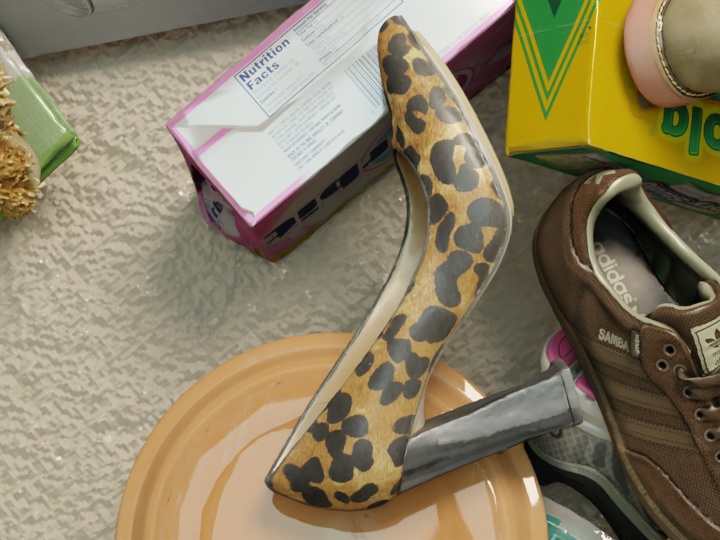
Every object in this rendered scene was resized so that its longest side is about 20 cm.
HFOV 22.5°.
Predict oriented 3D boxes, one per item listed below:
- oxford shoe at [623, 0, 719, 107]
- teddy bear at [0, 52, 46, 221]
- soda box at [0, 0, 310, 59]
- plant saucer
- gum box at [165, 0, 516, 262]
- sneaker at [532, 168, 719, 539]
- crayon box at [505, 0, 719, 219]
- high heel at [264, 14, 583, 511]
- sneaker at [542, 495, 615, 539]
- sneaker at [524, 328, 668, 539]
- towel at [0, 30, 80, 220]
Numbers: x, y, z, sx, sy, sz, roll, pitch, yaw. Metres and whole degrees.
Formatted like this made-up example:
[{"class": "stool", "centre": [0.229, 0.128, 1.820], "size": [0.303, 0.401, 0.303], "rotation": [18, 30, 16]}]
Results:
[{"class": "oxford shoe", "centre": [0.201, -0.126, 0.791], "size": [0.200, 0.074, 0.071], "rotation": [-38, 110, -36]}, {"class": "teddy bear", "centre": [-0.241, -0.069, 0.856], "size": [0.199, 0.145, 0.067], "rotation": [18, 50, 10]}, {"class": "soda box", "centre": [-0.089, -0.167, 0.906], "size": [0.199, 0.068, 0.064], "rotation": [-10, 61, 4]}, {"class": "plant saucer", "centre": [-0.014, 0.124, 0.822], "size": [0.199, 0.032, 0.201], "rotation": [-1, 71, 3]}, {"class": "gum box", "centre": [0.000, -0.091, 0.878], "size": [0.200, 0.114, 0.066], "rotation": [-40, 81, -4]}, {"class": "sneaker", "centre": [0.140, 0.047, 0.774], "size": [0.070, 0.076, 0.200], "rotation": [-30, 79, -19]}, {"class": "crayon box", "centre": [0.161, -0.118, 0.844], "size": [0.199, 0.058, 0.174], "rotation": [12, 78, -39]}, {"class": "high heel", "centre": [0.000, 0.000, 0.791], "size": [0.142, 0.071, 0.201], "rotation": [-20, 89, -1]}, {"class": "sneaker", "centre": [0.127, 0.188, 0.849], "size": [0.200, 0.071, 0.080], "rotation": [43, 82, 8]}, {"class": "sneaker", "centre": [0.164, 0.098, 0.859], "size": [0.199, 0.088, 0.074], "rotation": [23, 43, -5]}, {"class": "towel", "centre": [-0.247, -0.097, 0.921], "size": [0.149, 0.031, 0.200], "rotation": [-41, 83, 20]}]
